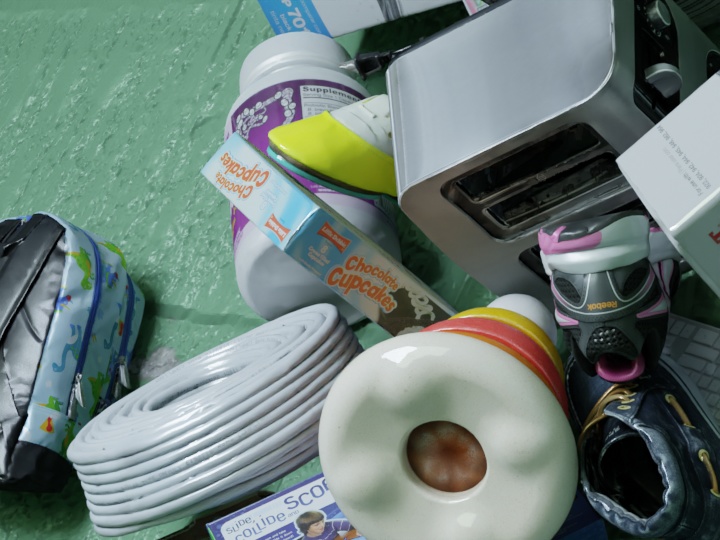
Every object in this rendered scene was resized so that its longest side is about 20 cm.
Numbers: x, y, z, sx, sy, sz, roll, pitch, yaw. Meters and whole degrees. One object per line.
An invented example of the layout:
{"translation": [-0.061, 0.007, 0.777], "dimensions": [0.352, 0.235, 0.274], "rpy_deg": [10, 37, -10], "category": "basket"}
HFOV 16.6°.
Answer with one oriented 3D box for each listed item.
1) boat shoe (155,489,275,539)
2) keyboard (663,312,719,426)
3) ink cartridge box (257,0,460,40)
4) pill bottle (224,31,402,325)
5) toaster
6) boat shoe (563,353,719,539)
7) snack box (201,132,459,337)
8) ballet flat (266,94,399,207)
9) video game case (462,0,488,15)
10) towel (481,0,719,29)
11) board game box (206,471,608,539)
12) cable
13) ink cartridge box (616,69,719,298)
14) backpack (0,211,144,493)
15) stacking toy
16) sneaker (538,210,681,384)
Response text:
{"translation": [-0.065, 0.174, 1.539], "dimensions": [0.200, 0.076, 0.072], "rpy_deg": [-11, 48, 27], "category": "boat shoe"}
{"translation": [0.206, 0.061, 1.412], "dimensions": [0.200, 0.011, 0.056], "rpy_deg": [20, 74, 50], "category": "keyboard"}
{"translation": [0.037, -0.239, 1.720], "dimensions": [0.200, 0.086, 0.146], "rpy_deg": [-11, 25, 37], "category": "ink cartridge box"}
{"translation": [-0.036, -0.066, 1.668], "dimensions": [0.112, 0.112, 0.200], "rpy_deg": [-31, 42, 23], "category": "pill bottle"}
{"translation": [0.121, -0.077, 1.470], "dimensions": [0.200, 0.181, 0.119], "rpy_deg": [-25, 47, 27], "category": "toaster"}
{"translation": [0.150, 0.088, 1.369], "dimensions": [0.071, 0.091, 0.200], "rpy_deg": [-57, 37, 13], "category": "boat shoe"}
{"translation": [0.000, 0.000, 1.508], "dimensions": [0.037, 0.200, 0.116], "rpy_deg": [-50, 38, 2], "category": "snack box"}
{"translation": [0.018, -0.074, 1.552], "dimensions": [0.067, 0.200, 0.067], "rpy_deg": [40, 101, 38], "category": "ballet flat"}
{"translation": [0.139, -0.252, 1.582], "dimensions": [0.200, 0.182, 0.022], "rpy_deg": [-25, 1, 4], "category": "video game case"}
{"translation": [0.192, -0.184, 1.492], "dimensions": [0.200, 0.192, 0.035], "rpy_deg": [-26, 64, 28], "category": "towel"}
{"translation": [0.026, 0.156, 1.424], "dimensions": [0.200, 0.035, 0.135], "rpy_deg": [-24, 39, -9], "category": "board game box"}
{"translation": [-0.085, 0.094, 1.540], "dimensions": [0.200, 0.069, 0.200], "rpy_deg": [-17, 12, 44], "category": "cable"}
{"translation": [0.263, -0.064, 1.346], "dimensions": [0.200, 0.145, 0.084], "rpy_deg": [-40, 39, 9], "category": "ink cartridge box"}
{"translation": [-0.239, 0.058, 1.757], "dimensions": [0.163, 0.154, 0.200], "rpy_deg": [-3, 79, 45], "category": "backpack"}
{"translation": [0.069, 0.070, 1.412], "dimensions": [0.146, 0.146, 0.200], "rpy_deg": [-28, 12, 26], "category": "stacking toy"}
{"translation": [0.139, 0.022, 1.379], "dimensions": [0.080, 0.200, 0.087], "rpy_deg": [-9, 84, 16], "category": "sneaker"}
